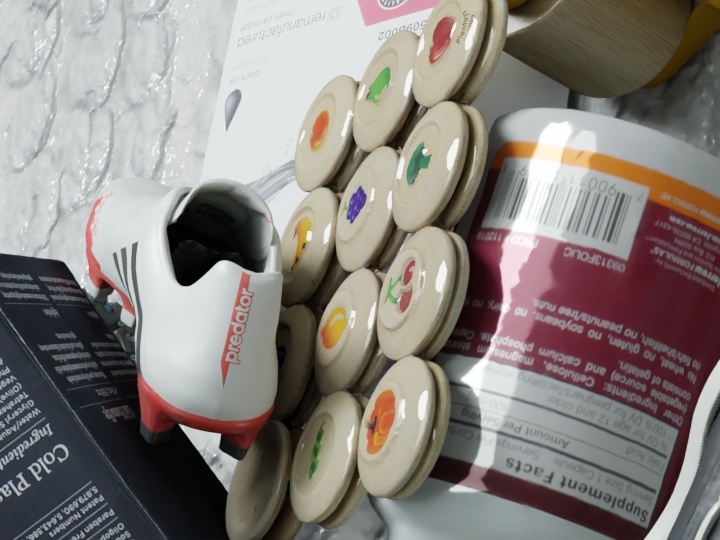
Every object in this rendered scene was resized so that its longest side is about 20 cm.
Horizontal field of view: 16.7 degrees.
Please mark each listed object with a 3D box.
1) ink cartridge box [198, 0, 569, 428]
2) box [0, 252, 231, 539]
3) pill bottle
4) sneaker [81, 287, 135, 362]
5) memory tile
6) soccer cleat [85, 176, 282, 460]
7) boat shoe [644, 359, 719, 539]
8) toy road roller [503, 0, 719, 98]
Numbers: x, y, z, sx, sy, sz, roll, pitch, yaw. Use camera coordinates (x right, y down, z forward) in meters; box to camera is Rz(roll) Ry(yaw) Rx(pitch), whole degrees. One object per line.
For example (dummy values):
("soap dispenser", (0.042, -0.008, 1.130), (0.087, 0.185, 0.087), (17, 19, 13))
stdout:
("ink cartridge box", (0.005, -0.033, 1.040), (0.146, 0.083, 0.200), (-11, 60, 44))
("box", (-0.119, 0.095, 0.934), (0.104, 0.200, 0.182), (-38, 86, 2))
("pill bottle", (0.070, 0.053, 0.891), (0.114, 0.114, 0.200), (8, 74, 50))
("sneaker", (-0.156, 0.111, 1.160), (0.086, 0.078, 0.200), (-29, 40, 51))
("memory tile", (0.000, 0.000, 0.913), (0.153, 0.017, 0.200), (-30, 46, 58))
("soccer cleat", (-0.064, -0.005, 0.950), (0.200, 0.069, 0.085), (-113, 38, -63))
("boat shoe", (0.130, 0.086, 0.796), (0.200, 0.074, 0.060), (-57, 38, 12))
("toy road roller", (0.140, -0.128, 0.920), (0.200, 0.123, 0.146), (-45, 52, 20))
